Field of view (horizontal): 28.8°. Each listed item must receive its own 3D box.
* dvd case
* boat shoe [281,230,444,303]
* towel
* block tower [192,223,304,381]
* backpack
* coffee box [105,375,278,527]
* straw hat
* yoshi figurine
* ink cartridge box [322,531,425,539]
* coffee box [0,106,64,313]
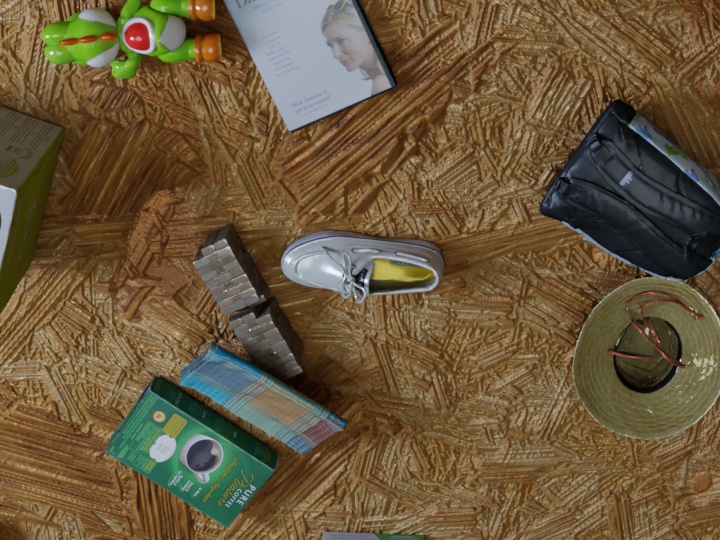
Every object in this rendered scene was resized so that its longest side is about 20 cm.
[{"bbox_3d":[-0.061,-0.273,1.614,0.142,0.018,0.201,-21,111,14],"label":"dvd case"},{"bbox_3d":[0.001,0.004,1.701,0.200,0.086,0.075,4,115,2],"label":"boat shoe"},{"bbox_3d":[-0.127,0.166,1.780,0.199,0.022,0.147,32,151,-10],"label":"towel"},{"bbox_3d":[-0.138,0.044,1.748,0.054,0.058,0.201,-23,109,14],"label":"block tower"},{"bbox_3d":[0.334,-0.080,1.617,0.200,0.154,0.164,37,112,11],"label":"backpack"},{"bbox_3d":[-0.221,0.241,1.852,0.199,0.044,0.123,33,114,-10],"label":"coffee box"},{"bbox_3d":[0.349,0.098,1.719,0.199,0.085,0.203,0,103,0],"label":"straw hat"},{"bbox_3d":[-0.262,-0.274,1.604,0.198,0.113,0.112,-7,156,-7],"label":"yoshi figurine"},{"bbox_3d":[0.013,0.436,1.839,0.144,0.200,0.085,1,116,3],"label":"ink cartridge box"},{"bbox_3d":[-0.481,-0.075,1.638,0.196,0.200,0.201,18,116,-5],"label":"coffee box"}]
